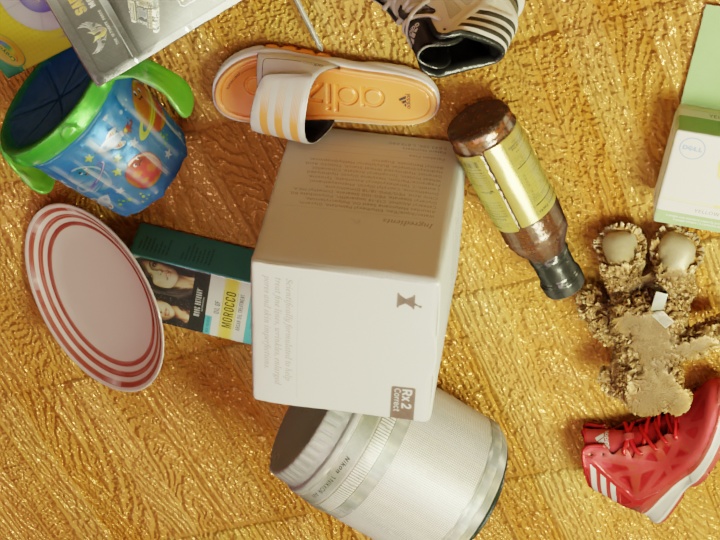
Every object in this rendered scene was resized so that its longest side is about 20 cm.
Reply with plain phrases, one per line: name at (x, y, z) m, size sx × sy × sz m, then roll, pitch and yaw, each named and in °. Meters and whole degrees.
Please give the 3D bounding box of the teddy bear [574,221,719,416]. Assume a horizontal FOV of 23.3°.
teddy bear at (0.271, 0.039, 1.626) m, size 0.144 × 0.067 × 0.201 m, roll -16°, pitch 117°, yaw 18°

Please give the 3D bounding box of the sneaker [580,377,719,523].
sneaker at (0.282, 0.169, 1.715) m, size 0.115 × 0.079 × 0.201 m, roll 18°, pitch 129°, yaw -5°

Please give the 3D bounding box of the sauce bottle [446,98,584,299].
sauce bottle at (0.144, -0.059, 1.563) m, size 0.066 × 0.066 × 0.201 m, roll -14°, pitch 125°, yaw 23°

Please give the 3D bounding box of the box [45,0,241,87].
box at (-0.199, -0.274, 1.417) m, size 0.158 × 0.048 × 0.201 m, roll -32°, pitch 121°, yaw -4°

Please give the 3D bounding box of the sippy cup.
sippy cup at (-0.230, -0.122, 1.557) m, size 0.130 × 0.140 × 0.177 m, roll 41°, pitch 167°, yaw -33°

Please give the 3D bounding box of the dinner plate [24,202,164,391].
dinner plate at (-0.255, 0.024, 1.698) m, size 0.199 × 0.024 × 0.201 m, roll 26°, pitch 132°, yaw 33°

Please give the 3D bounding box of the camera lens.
camera lens at (0.032, 0.183, 1.714) m, size 0.199 × 0.161 × 0.160 m, roll 31°, pitch 129°, yaw -13°

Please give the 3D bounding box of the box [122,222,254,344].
box at (-0.128, 0.021, 1.697) m, size 0.198 × 0.049 × 0.083 m, roll 13°, pitch 131°, yaw 1°

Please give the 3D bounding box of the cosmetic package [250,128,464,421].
cosmetic package at (0.000, 0.000, 1.553) m, size 0.163 × 0.201 × 0.166 m, roll 7°, pitch 130°, yaw 6°

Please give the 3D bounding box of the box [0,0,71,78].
box at (-0.281, -0.247, 1.510) m, size 0.199 × 0.049 × 0.118 m, roll -21°, pitch 122°, yaw 28°

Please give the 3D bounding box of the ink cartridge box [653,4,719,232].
ink cartridge box at (0.340, -0.118, 1.484) m, size 0.144 × 0.048 × 0.201 m, roll 11°, pitch 133°, yaw 4°

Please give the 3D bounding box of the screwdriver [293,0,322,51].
screwdriver at (-0.070, -0.268, 1.461) m, size 0.029 × 0.028 × 0.201 m, roll -34°, pitch 122°, yaw 0°

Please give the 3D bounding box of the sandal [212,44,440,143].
sandal at (-0.035, -0.149, 1.529) m, size 0.205 × 0.059 × 0.080 m, roll 3°, pitch 130°, yaw 10°

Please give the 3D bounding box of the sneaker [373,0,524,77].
sneaker at (0.038, -0.228, 1.411) m, size 0.199 × 0.116 × 0.076 m, roll 23°, pitch 131°, yaw -7°
